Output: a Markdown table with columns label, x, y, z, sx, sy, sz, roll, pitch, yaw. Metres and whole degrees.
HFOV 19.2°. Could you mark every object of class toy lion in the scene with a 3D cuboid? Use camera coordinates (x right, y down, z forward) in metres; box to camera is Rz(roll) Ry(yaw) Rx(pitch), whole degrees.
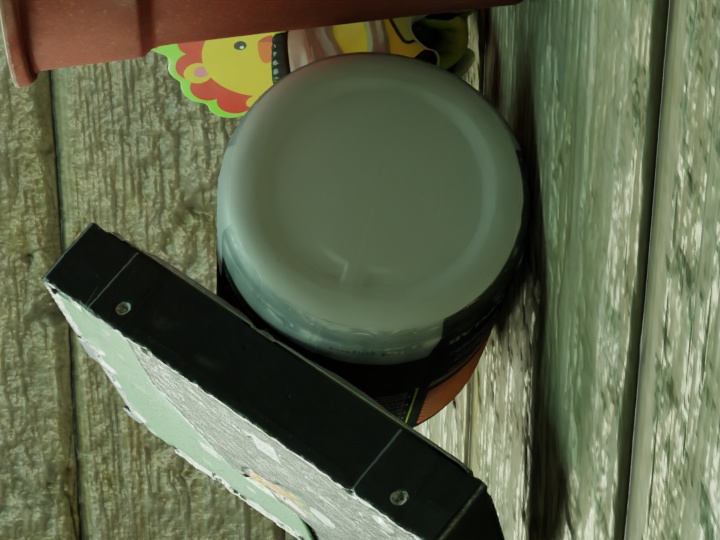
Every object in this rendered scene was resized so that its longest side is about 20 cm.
| label | x | y | z | sx | sy | sz | roll | pitch | yaw |
| --- | --- | --- | --- | --- | --- | --- | --- | --- | --- |
| toy lion | -0.086 | -0.185 | 1.522 | 0.192 | 0.200 | 0.069 | 121 | 150 | -46 |

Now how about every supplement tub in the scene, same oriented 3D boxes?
| label | x | y | z | sx | sy | sz | roll | pitch | yaw |
| --- | --- | --- | --- | --- | --- | --- | --- | --- | --- |
| supplement tub | 0.000 | 0.000 | 0.890 | 0.200 | 0.122 | 0.123 | 104 | 164 | -71 |

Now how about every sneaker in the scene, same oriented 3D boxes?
| label | x | y | z | sx | sy | sz | roll | pitch | yaw |
| --- | --- | --- | --- | --- | --- | --- | --- | --- | --- |
| sneaker | 0.019 | -0.107 | 0.981 | 0.200 | 0.076 | 0.076 | -64 | -28 | -58 |

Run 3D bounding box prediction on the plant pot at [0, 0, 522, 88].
| label | x | y | z | sx | sy | sz | roll | pitch | yaw |
| --- | --- | --- | --- | --- | --- | --- | --- | --- | --- |
| plant pot | -0.035 | -0.170 | 0.792 | 0.201 | 0.195 | 0.201 | 179 | 90 | -85 |

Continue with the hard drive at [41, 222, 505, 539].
| label | x | y | z | sx | sy | sz | roll | pitch | yaw |
| --- | --- | --- | --- | --- | --- | --- | --- | --- | --- |
| hard drive | -0.028 | 0.070 | 0.852 | 0.038 | 0.200 | 0.140 | -51 | -27 | -17 |
